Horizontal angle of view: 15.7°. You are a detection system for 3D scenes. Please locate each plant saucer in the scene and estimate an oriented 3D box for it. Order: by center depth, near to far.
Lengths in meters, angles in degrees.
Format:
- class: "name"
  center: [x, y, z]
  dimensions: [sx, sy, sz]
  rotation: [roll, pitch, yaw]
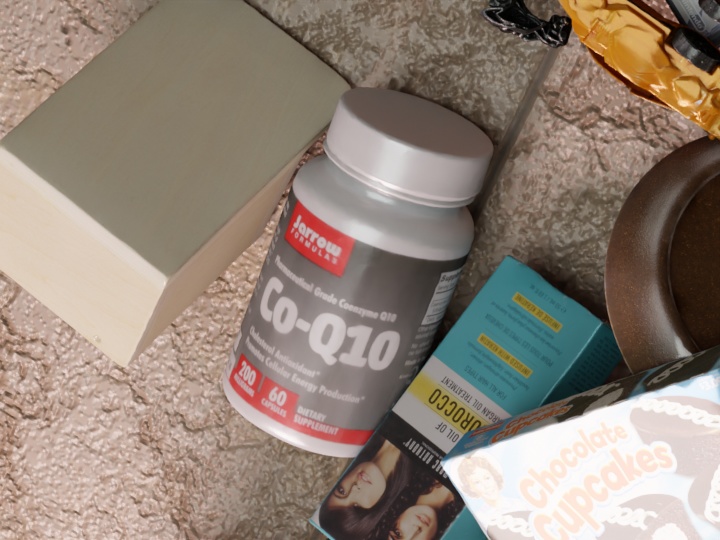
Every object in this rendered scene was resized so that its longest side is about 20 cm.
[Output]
- class: "plant saucer"
  center: [0.236, 0.009, 1.449]
  dimensions: [0.200, 0.032, 0.200]
  rotation: [4, 70, -10]

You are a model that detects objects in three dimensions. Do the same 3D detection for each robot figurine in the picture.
- class: "robot figurine"
  center: [0.150, -0.171, 1.463]
  dimensions: [0.200, 0.058, 0.145]
  rotation: [38, 114, 6]

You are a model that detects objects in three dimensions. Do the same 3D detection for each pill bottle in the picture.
- class: "pill bottle"
  center: [0.000, 0.000, 1.560]
  dimensions: [0.114, 0.114, 0.200]
  rotation: [25, 111, 13]

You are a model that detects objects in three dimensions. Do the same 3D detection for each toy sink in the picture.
- class: "toy sink"
  center: [-0.120, -0.061, 1.578]
  dimensions: [0.130, 0.200, 0.112]
  rotation: [38, 143, 6]

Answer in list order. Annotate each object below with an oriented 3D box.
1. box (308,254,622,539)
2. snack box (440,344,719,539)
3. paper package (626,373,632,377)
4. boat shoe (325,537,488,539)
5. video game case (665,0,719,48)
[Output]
- class: "box"
  center: [0.064, 0.096, 1.545]
  dimensions: [0.082, 0.049, 0.200]
  rotation: [37, 90, 33]
- class: "snack box"
  center: [0.152, 0.119, 1.434]
  dimensions: [0.200, 0.037, 0.116]
  rotation: [-23, 105, 40]
- class: "paper package"
  center: [0.222, 0.138, 1.521]
  dimensions: [0.200, 0.103, 0.191]
  rotation: [42, 114, 5]
- class: "boat shoe"
  center: [0.061, 0.188, 1.598]
  dimensions: [0.201, 0.072, 0.061]
  rotation: [3, 68, 29]
- class: "video game case"
  center: [0.215, -0.250, 1.463]
  dimensions: [0.181, 0.026, 0.200]
  rotation: [-31, 92, 24]
